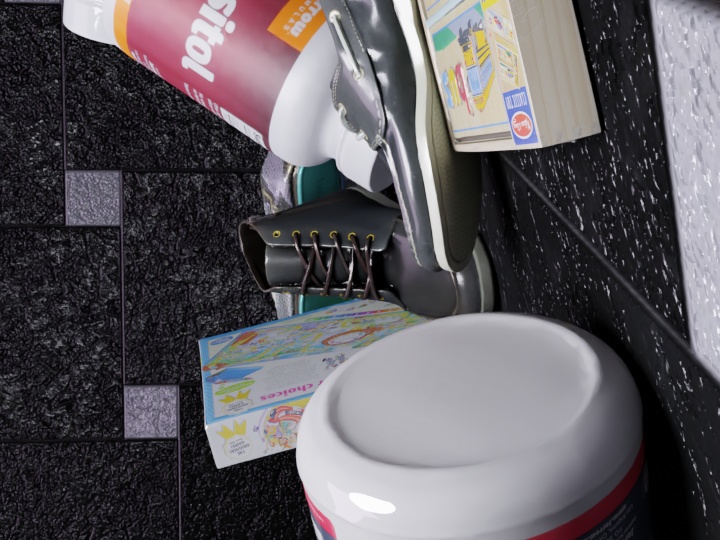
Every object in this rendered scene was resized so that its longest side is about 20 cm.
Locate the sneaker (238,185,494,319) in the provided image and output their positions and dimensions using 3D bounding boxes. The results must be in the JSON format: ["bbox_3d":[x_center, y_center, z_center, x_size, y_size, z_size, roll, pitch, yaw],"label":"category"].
[{"bbox_3d":[0.000,0.000,0.826,0.200,0.105,0.076,25,125,57],"label":"sneaker"}]

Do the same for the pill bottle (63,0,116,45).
[{"bbox_3d":[-0.149,-0.258,0.827,0.112,0.110,0.202,-111,29,-62],"label":"pill bottle"}]

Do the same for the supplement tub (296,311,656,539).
[{"bbox_3d":[0.058,0.133,0.529,0.141,0.139,0.202,-112,8,-63],"label":"supplement tub"}]

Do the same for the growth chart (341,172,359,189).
[{"bbox_3d":[-0.011,-0.022,1.002,0.200,0.018,0.146,44,148,51],"label":"growth chart"}]

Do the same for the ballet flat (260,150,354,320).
[{"bbox_3d":[-0.044,-0.012,0.965,0.072,0.071,0.202,-112,16,-63],"label":"ballet flat"}]

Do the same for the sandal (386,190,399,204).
[{"bbox_3d":[0.037,-0.036,0.965,0.082,0.054,0.200,70,162,-1],"label":"sandal"}]

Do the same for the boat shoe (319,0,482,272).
[{"bbox_3d":[0.020,-0.095,0.669,0.072,0.067,0.202,-14,-89,-62],"label":"boat shoe"}]

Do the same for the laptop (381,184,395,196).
[{"bbox_3d":[-0.031,-0.142,1.083,0.201,0.102,0.178,103,159,-43],"label":"laptop"}]

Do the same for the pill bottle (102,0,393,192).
[{"bbox_3d":[-0.049,-0.137,0.757,0.199,0.113,0.113,34,164,14],"label":"pill bottle"}]

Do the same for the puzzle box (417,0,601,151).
[{"bbox_3d":[0.053,-0.118,0.540,0.200,0.025,0.134,-139,35,-84],"label":"puzzle box"}]

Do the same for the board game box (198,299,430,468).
[{"bbox_3d":[-0.011,0.065,0.863,0.135,0.198,0.035,-112,9,-67],"label":"board game box"}]
